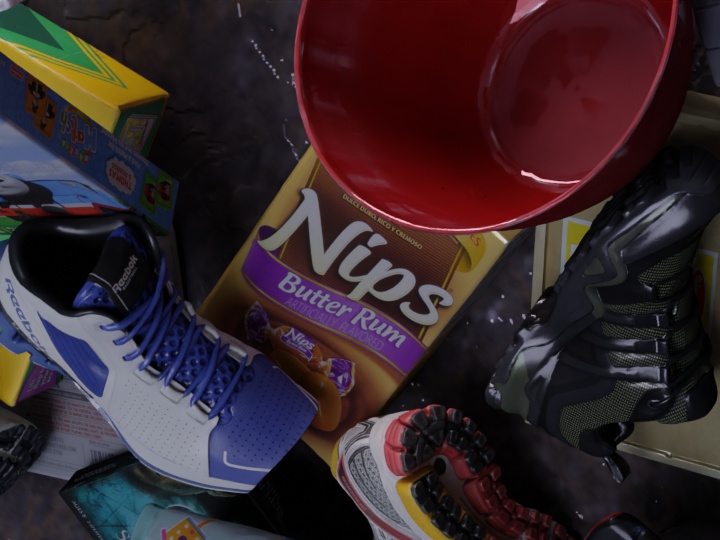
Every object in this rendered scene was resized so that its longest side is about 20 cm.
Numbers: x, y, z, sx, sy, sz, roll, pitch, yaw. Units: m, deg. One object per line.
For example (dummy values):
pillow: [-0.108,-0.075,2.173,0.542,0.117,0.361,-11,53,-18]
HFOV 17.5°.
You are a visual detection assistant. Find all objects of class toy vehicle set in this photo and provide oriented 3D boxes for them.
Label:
toy vehicle set: [0.149,0.003,1.190,0.124,0.027,0.201,16,121,24]

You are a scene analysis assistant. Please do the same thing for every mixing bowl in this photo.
mixing bowl: [0.081,-0.102,1.102,0.199,0.108,0.201,-9,73,31]

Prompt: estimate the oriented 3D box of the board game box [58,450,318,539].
board game box: [-0.075,0.186,1.404,0.135,0.028,0.200,-23,109,38]

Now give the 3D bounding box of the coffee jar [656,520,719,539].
coffee jar: [0.192,0.241,1.248,0.104,0.085,0.201,13,121,26]

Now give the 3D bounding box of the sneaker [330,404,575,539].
sneaker: [0.057,0.150,1.283,0.082,0.078,0.200,-5,127,46]

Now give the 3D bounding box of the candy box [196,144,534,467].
candy box: [0.000,0.000,1.263,0.117,0.056,0.200,41,127,7]

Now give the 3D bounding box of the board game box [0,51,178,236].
board game box: [-0.205,-0.064,1.195,0.151,0.200,0.037,1,72,24]

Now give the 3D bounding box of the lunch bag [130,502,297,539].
lunch bag: [-0.048,0.229,1.317,0.170,0.122,0.200,15,155,14]

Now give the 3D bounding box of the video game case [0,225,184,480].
video game case: [-0.188,0.044,1.423,0.199,0.023,0.183,9,118,29]

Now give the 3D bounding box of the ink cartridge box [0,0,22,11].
ink cartridge box: [-0.178,-0.216,1.169,0.084,0.200,0.145,-15,106,33]

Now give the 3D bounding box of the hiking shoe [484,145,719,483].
hiking shoe: [0.144,0.021,1.148,0.100,0.076,0.200,34,137,2]

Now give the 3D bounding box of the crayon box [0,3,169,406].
crayon box: [-0.222,-0.053,1.348,0.172,0.058,0.201,31,116,16]

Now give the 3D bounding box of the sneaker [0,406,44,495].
sneaker: [-0.251,0.085,1.387,0.086,0.078,0.200,44,169,20]

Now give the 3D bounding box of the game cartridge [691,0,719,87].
game cartridge: [0.234,-0.162,1.049,0.199,0.038,0.130,-8,105,35]

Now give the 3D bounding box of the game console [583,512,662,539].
game console: [0.163,0.241,1.193,0.200,0.031,0.177,40,130,12]

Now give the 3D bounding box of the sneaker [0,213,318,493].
sneaker: [-0.115,0.036,1.227,0.199,0.081,0.115,33,157,-1]
